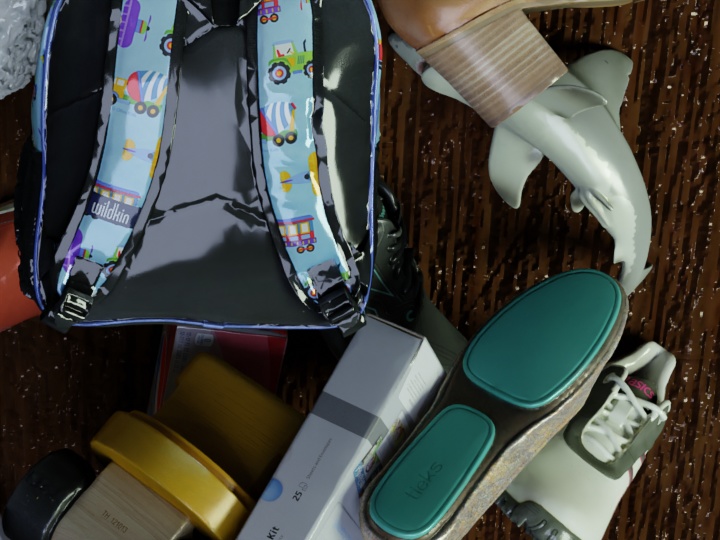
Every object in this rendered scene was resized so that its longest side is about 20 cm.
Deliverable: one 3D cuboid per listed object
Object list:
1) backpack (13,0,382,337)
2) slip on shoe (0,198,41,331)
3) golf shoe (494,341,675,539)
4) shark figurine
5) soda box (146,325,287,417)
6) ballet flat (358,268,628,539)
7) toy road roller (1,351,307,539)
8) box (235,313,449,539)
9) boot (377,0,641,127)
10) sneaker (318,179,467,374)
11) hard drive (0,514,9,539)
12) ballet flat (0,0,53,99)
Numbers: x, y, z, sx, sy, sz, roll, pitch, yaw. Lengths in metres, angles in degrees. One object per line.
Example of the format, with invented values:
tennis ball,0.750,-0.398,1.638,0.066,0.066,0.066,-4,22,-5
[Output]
backpack,-0.078,-0.079,1.435,0.181,0.135,0.201,0,111,-7
slip on shoe,-0.210,0.012,1.578,0.199,0.061,0.074,-15,128,6
golf shoe,0.122,0.093,1.601,0.077,0.200,0.088,40,111,-2
shark figurine,0.124,-0.066,1.538,0.128,0.090,0.215,-6,131,46
soda box,-0.087,0.089,1.645,0.063,0.070,0.201,6,129,-9
ballet flat,0.068,0.080,1.523,0.200,0.068,0.067,-45,154,-22
toy road roller,-0.085,0.138,1.562,0.146,0.123,0.200,-50,155,-14
box,-0.010,0.144,1.535,0.041,0.201,0.156,21,163,26
boot,0.087,-0.187,1.438,0.200,0.077,0.156,-38,95,-4
sneaker,0.000,0.000,1.578,0.079,0.076,0.200,-39,123,22
hard drive,-0.263,0.176,1.693,0.131,0.027,0.201,-19,111,10
ballet flat,-0.165,-0.169,1.441,0.071,0.072,0.201,10,130,-13
